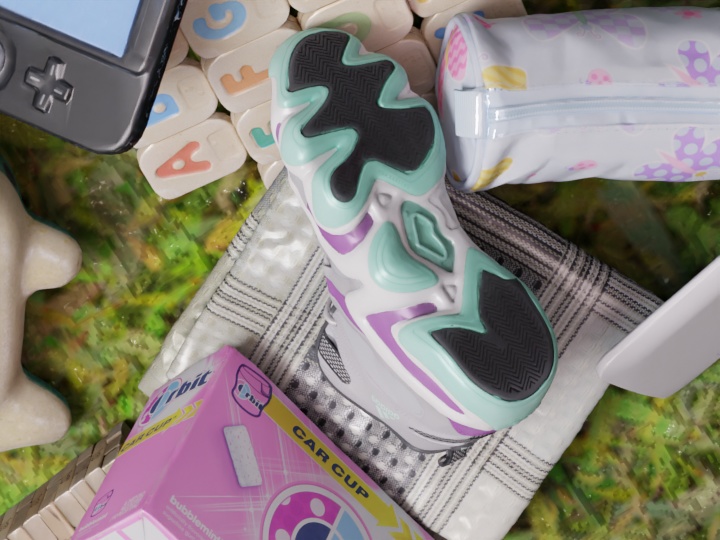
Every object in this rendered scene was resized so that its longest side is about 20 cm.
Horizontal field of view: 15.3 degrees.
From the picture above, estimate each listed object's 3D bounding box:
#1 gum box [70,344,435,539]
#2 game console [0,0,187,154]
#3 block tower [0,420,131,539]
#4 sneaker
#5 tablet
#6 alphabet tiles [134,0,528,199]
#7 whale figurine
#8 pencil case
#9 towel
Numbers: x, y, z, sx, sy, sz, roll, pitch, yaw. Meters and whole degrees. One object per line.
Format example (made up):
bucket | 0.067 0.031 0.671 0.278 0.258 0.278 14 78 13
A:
gum box | -0.032 0.149 1.279 0.200 0.114 0.066 45 133 -17
game console | -0.158 -0.166 1.109 0.172 0.119 0.201 24 102 21
block tower | -0.173 0.155 1.337 0.200 0.054 0.058 -36 102 10
sneaker | 0.000 0.000 1.220 0.077 0.140 0.201 -21 76 -28
tablet | 0.201 -0.010 1.248 0.200 0.130 0.014 -42 71 11
alphabet tiles | -0.024 -0.105 1.220 0.195 0.015 0.200 -23 140 4
whale figurine | -0.209 0.006 1.288 0.158 0.104 0.201 -21 128 6
pencil case | 0.133 -0.078 1.226 0.199 0.091 0.084 -2 116 -11
towel | 0.015 0.042 1.287 0.192 0.035 0.200 31 120 -7
